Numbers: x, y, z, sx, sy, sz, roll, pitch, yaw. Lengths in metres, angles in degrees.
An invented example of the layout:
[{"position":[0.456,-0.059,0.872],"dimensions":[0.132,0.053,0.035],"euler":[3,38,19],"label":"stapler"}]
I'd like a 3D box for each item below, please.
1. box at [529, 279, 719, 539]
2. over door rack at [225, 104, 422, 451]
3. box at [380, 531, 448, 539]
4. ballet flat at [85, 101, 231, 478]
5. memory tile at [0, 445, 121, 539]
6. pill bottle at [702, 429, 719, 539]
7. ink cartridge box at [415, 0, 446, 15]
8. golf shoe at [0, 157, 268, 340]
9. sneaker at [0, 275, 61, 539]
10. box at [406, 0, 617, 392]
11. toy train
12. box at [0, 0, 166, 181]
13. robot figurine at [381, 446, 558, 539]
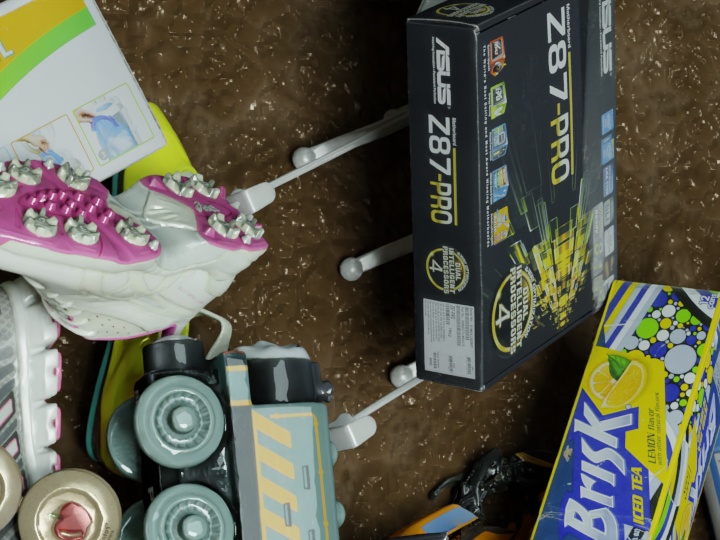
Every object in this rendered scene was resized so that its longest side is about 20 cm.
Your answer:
[{"position":[0.151,0.105,1.417],"dimensions":[0.064,0.070,0.201],"euler":[67,37,-49],"label":"box"},{"position":[0.000,0.000,1.415],"dimensions":[0.200,0.066,0.148],"euler":[-31,98,-52],"label":"over door rack"},{"position":[-0.038,0.247,1.330],"dimensions":[0.198,0.050,0.201],"euler":[-7,84,-7],"label":"box"},{"position":[-0.099,0.011,1.360],"dimensions":[0.067,0.067,0.201],"euler":[33,61,-68],"label":"ballet flat"},{"position":[-0.213,0.176,1.246],"dimensions":[0.153,0.017,0.201],"euler":[19,89,-10],"label":"memory tile"},{"position":[0.260,0.130,1.528],"dimensions":[0.112,0.112,0.201],"euler":[-13,89,-31],"label":"pill bottle"},{"position":[0.061,-0.191,1.428],"dimensions":[0.160,0.047,0.201],"euler":[-64,145,-43],"label":"ink cartridge box"},{"position":[-0.130,-0.001,1.245],"dimensions":[0.200,0.092,0.075],"euler":[6,36,-52],"label":"golf shoe"},{"position":[-0.196,0.101,1.291],"dimensions":[0.087,0.074,0.201],"euler":[0,88,-17],"label":"sneaker"},{"position":[0.083,-0.055,1.388],"dimensions":[0.161,0.049,0.201],"euler":[-31,124,-55],"label":"box"},{"position":[-0.061,0.130,1.283],"dimensions":[0.113,0.085,0.201],"euler":[-2,78,-21],"label":"toy train"},{"position":[-0.217,-0.055,1.282],"dimensions":[0.200,0.112,0.102],"euler":[-31,97,-30],"label":"box"},{"position":[0.075,0.184,1.438],"dimensions":[0.200,0.058,0.145],"euler":[-28,91,-31],"label":"robot figurine"}]
